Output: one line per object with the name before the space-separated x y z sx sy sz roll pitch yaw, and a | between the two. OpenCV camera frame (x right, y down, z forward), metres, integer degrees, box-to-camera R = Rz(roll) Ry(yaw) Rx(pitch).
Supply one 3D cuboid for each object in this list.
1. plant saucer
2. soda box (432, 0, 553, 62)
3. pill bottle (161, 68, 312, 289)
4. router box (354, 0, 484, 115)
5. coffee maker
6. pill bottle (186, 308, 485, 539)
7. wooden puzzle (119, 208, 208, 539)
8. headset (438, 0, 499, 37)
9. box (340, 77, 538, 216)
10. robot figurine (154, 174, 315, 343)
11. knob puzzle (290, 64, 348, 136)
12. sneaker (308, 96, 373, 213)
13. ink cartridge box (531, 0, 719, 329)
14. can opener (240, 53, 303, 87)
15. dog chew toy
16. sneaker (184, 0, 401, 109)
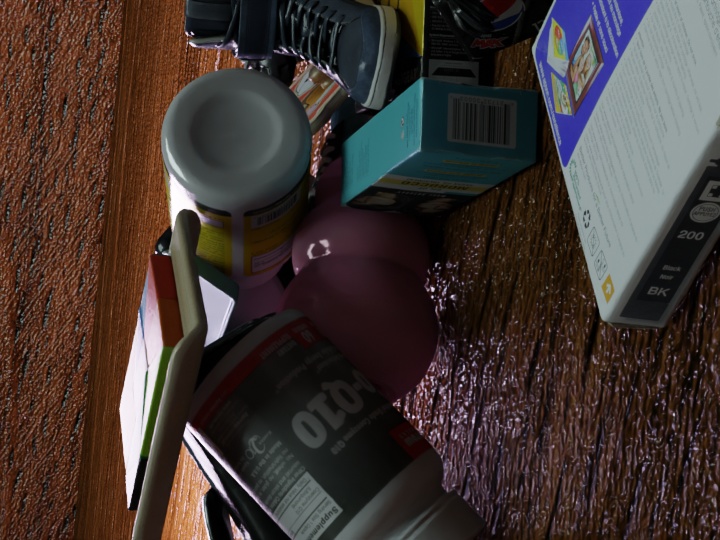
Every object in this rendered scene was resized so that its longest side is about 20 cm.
plant saucer | -0.139 0.038 1.387 0.019 0.070 0.200 -54 -4 -27
soda box | 0.073 -0.234 1.077 0.063 0.070 0.201 49 -154 -49
pill bottle | -0.095 -0.062 1.312 0.200 0.111 0.114 99 167 -67
router box | 0.043 -0.196 1.255 0.200 0.051 0.151 -179 91 -76
coffee maker | -0.058 0.140 1.331 0.201 0.134 0.192 58 144 5
pill bottle | -0.016 0.134 1.156 0.200 0.114 0.114 45 149 11
wooden puzzle | -0.142 0.077 1.182 0.200 0.037 0.187 -102 24 -62
headset | 0.101 -0.216 0.926 0.200 0.094 0.124 -38 14 34
box | 0.049 -0.081 1.159 0.200 0.081 0.050 150 123 -73
robot figurine | -0.087 -0.013 1.489 0.150 0.125 0.200 -14 28 45
knob puzzle | -0.063 -0.140 1.456 0.219 0.030 0.220 -42 17 16
sneaker | -0.019 -0.058 1.415 0.071 0.079 0.202 116 152 -61
ink cartridge box | 0.151 -0.109 0.857 0.201 0.043 0.200 109 157 -51
can opener | -0.066 -0.213 1.483 0.200 0.078 0.064 -96 6 -63
dog chew toy | 0.000 0.000 1.283 0.125 0.123 0.202 121 156 -61
sneaker | -0.053 -0.175 1.232 0.203 0.145 0.078 -120 38 -65
